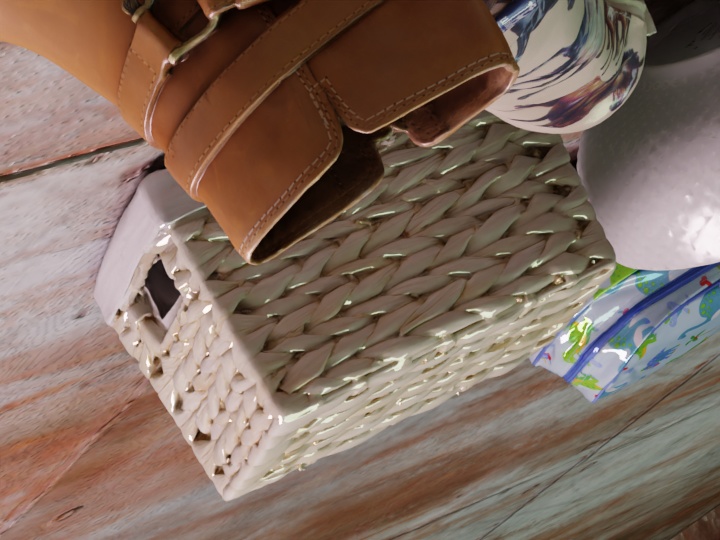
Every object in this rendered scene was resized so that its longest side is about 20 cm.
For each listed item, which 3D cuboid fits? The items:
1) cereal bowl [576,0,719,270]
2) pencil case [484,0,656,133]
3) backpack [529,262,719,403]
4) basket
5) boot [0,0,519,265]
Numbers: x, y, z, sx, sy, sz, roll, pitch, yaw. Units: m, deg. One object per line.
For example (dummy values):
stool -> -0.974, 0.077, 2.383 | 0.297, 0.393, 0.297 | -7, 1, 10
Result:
cereal bowl -> 0.190, -0.088, 1.216 | 0.199, 0.084, 0.200 | -26, -163, 9
pencil case -> 0.059, -0.105, 0.962 | 0.089, 0.078, 0.200 | -13, 170, 16
backpack -> 0.171, -0.015, 1.432 | 0.199, 0.155, 0.163 | -11, 167, -20
basket -> 0.000, 0.000, 1.117 | 0.199, 0.124, 0.136 | -25, 166, -24
boot -> -0.065, -0.065, 0.683 | 0.200, 0.155, 0.074 | -35, 166, 19
